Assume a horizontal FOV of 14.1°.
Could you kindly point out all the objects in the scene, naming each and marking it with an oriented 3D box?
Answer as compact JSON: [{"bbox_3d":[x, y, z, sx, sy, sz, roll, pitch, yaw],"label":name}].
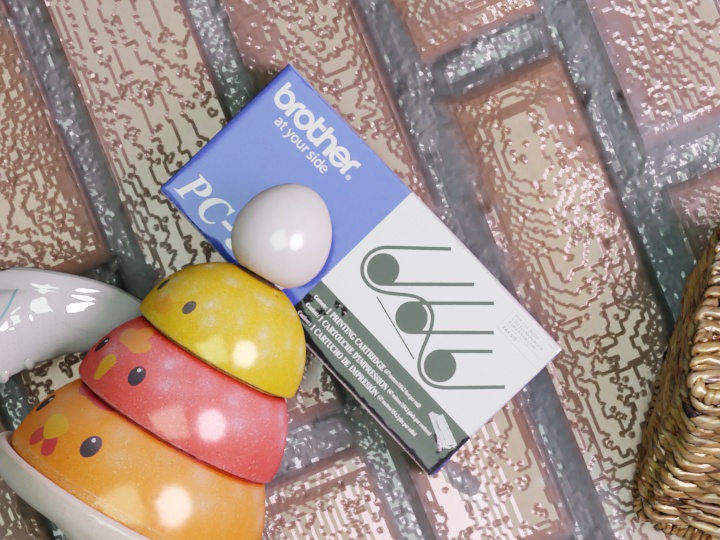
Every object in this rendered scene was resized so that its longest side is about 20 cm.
[{"bbox_3d":[-0.076,0.046,1.423,0.146,0.146,0.201,28,92,2],"label":"stacking toy"},{"bbox_3d":[0.250,0.063,1.455,0.199,0.149,0.143,14,57,2],"label":"basket"},{"bbox_3d":[-0.202,0.037,1.455,0.199,0.070,0.081,1,83,-13],"label":"sneaker"},{"bbox_3d":[0.000,0.000,1.474,0.094,0.044,0.200,-44,88,0],"label":"ink cartridge box"}]
